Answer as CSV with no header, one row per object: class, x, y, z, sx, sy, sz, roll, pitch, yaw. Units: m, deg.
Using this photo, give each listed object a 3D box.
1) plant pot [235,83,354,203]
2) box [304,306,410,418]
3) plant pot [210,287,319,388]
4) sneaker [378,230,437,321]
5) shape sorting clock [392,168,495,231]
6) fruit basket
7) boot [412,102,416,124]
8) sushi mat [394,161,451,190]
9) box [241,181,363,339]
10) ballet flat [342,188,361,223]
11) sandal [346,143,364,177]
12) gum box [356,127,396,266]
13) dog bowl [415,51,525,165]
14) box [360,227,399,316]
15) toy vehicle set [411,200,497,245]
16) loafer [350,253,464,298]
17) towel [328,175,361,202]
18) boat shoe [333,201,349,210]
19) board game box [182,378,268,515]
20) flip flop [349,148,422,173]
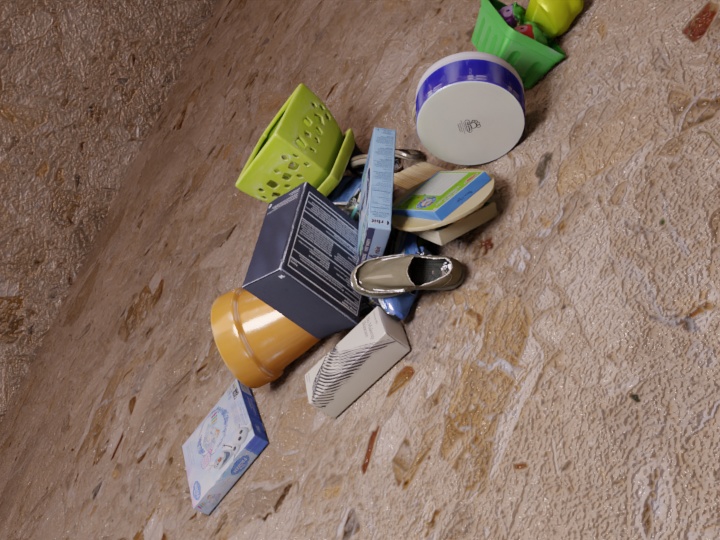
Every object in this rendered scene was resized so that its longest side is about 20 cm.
plant pot,-0.133,-0.248,1.771,0.200,0.180,0.201,-40,23,43
box,-0.008,0.164,1.428,0.200,0.068,0.083,-45,32,17
plant pot,-0.170,0.108,1.614,0.181,0.201,0.202,-25,39,16
sneaker,0.092,-0.004,1.443,0.089,0.078,0.202,-16,48,50
shape sorting clock,0.142,-0.124,1.415,0.197,0.040,0.201,-22,23,10
fruit basket,0.323,-0.474,1.525,0.216,0.153,0.218,-48,32,45
boot,0.177,-0.310,1.630,0.199,0.072,0.157,-26,43,39
sushi mat,0.130,-0.179,1.576,0.095,0.012,0.200,-26,24,-15
box,-0.091,-0.015,1.487,0.122,0.199,0.201,-23,41,40
ballet flat,0.025,-0.150,1.625,0.074,0.075,0.200,-32,14,34
sandal,-0.023,-0.256,1.872,0.074,0.046,0.200,-27,42,-13
gum box,0.027,-0.123,1.449,0.170,0.044,0.203,107,169,-63
dog bowl,0.197,-0.288,1.449,0.199,0.199,0.080,-29,41,36
box,0.000,0.000,1.595,0.157,0.051,0.202,-27,40,39
toy vehicle set,0.142,-0.105,1.460,0.123,0.027,0.199,-28,25,-18
loafer,0.077,0.000,1.375,0.196,0.070,0.077,-7,73,10
towel,-0.044,-0.165,1.821,0.113,0.048,0.199,-58,30,-7
boat shoe,-0.043,-0.110,1.696,0.199,0.065,0.076,9,84,30
board game box,-0.283,0.358,1.653,0.200,0.043,0.200,-49,31,9
flip flop,0.055,-0.228,1.726,0.198,0.080,0.059,-2,93,44
